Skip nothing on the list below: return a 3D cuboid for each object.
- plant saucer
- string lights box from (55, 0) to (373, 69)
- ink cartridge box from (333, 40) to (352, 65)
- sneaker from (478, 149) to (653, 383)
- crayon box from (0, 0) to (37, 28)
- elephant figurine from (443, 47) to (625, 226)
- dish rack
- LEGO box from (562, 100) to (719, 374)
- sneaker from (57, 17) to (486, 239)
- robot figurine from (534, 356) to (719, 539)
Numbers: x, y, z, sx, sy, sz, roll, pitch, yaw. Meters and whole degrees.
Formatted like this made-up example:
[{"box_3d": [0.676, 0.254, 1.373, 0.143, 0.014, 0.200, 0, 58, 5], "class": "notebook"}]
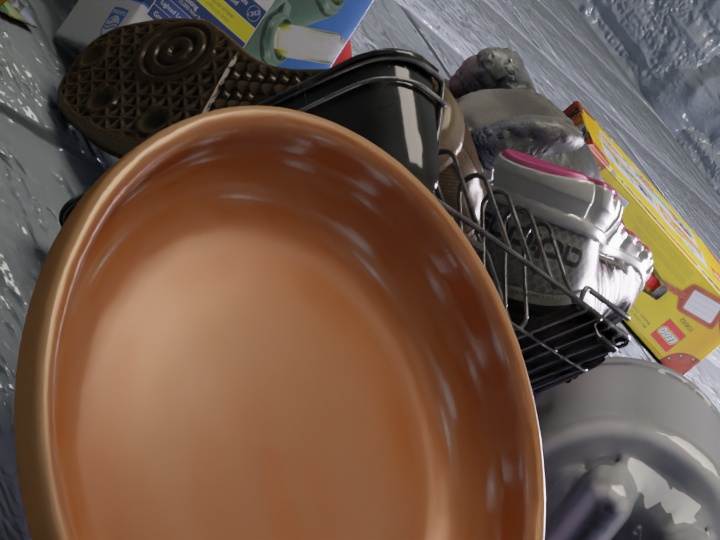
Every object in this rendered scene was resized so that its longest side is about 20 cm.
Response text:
[{"box_3d": [-0.022, 0.053, 0.591, 0.199, 0.037, 0.202, 16, 67, -42], "class": "plant saucer"}, {"box_3d": [-0.040, -0.158, 0.929, 0.103, 0.201, 0.059, 38, -10, -36], "class": "string lights box"}, {"box_3d": [-0.031, -0.165, 1.057, 0.200, 0.044, 0.178, 4, 78, -67], "class": "ink cartridge box"}, {"box_3d": [0.080, 0.009, 0.903, 0.073, 0.088, 0.200, 24, -4, 14], "class": "sneaker"}, {"box_3d": [-0.198, -0.182, 0.814, 0.126, 0.051, 0.200, 55, 14, 20], "class": "crayon box"}, {"box_3d": [0.052, -0.044, 1.081, 0.200, 0.154, 0.143, -26, 100, -75], "class": "elephant figurine"}, {"box_3d": [0.004, 0.008, 0.746, 0.200, 0.152, 0.055, 33, 42, -50], "class": "dish rack"}, {"box_3d": [0.219, -0.029, 1.665, 0.200, 0.077, 0.149, 47, 14, -12], "class": "LEGO box"}, {"box_3d": [-0.039, -0.046, 0.812, 0.199, 0.071, 0.076, 16, -33, 36], "class": "sneaker"}, {"box_3d": [0.114, 0.104, 0.898, 0.169, 0.113, 0.200, 41, 14, 0], "class": "robot figurine"}]
